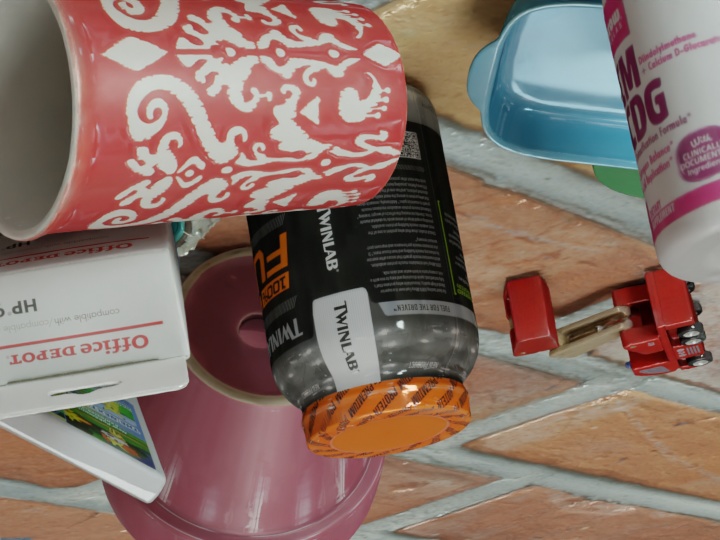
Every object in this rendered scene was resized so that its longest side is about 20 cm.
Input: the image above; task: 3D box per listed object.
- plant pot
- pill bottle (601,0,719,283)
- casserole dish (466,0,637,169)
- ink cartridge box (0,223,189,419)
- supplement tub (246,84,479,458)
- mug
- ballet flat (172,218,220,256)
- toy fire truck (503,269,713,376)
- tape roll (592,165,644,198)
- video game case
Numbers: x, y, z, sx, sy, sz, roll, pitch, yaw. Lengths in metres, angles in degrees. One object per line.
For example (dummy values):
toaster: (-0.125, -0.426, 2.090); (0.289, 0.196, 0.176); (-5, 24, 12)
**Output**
plant pot: (-0.073, 0.087, 1.713); (0.199, 0.200, 0.179); (-5, 146, -14)
pill bottle: (0.182, -0.104, 1.240); (0.113, 0.201, 0.113); (-9, 161, -3)
casserole dish: (0.158, -0.110, 1.385); (0.199, 0.039, 0.121); (6, 138, -5)
ink cartridge box: (-0.157, 0.008, 1.377); (0.116, 0.067, 0.200); (-9, -160, -4)
supplement tub: (0.000, 0.000, 1.450); (0.122, 0.201, 0.123); (-9, 161, -3)
mug: (-0.098, -0.086, 1.300); (0.200, 0.134, 0.177); (-3, -177, -32)
ballet flat: (-0.155, -0.014, 1.550); (0.200, 0.072, 0.072); (-22, 158, 37)
toy fire truck: (0.190, 0.043, 1.912); (0.141, 0.049, 0.200); (-13, 162, 8)
tape roll: (0.234, -0.101, 1.517); (0.200, 0.048, 0.200); (-8, 161, -3)
video game case: (-0.213, 0.049, 1.462); (0.200, 0.182, 0.022); (31, 100, -22)
